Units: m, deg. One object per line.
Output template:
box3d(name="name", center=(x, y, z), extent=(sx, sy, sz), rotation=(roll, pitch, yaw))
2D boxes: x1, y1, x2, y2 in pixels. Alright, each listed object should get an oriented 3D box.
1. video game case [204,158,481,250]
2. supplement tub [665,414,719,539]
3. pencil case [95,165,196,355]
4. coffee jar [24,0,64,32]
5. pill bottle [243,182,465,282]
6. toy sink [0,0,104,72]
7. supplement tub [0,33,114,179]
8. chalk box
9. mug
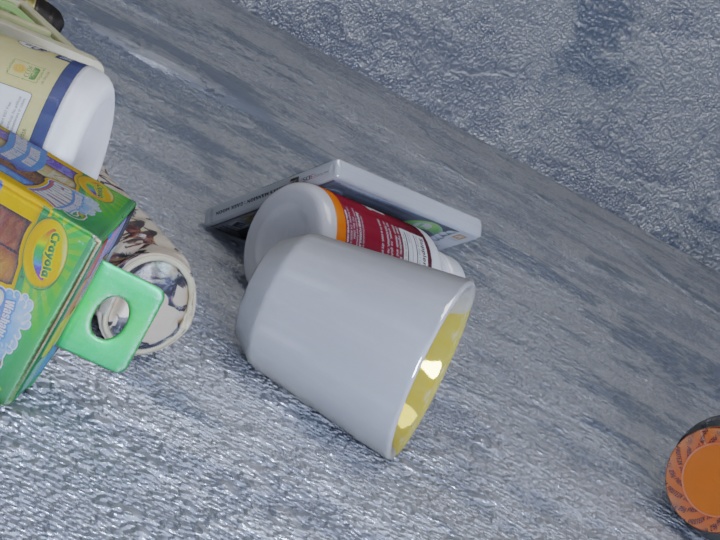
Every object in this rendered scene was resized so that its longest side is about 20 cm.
box3d(name="video game case", center=(-0.016, -0.045, 1.693), extent=(0.181, 0.023, 0.199), rotation=(-18, -28, 41))
box3d(name="supplement tub", center=(0.371, 0.200, 1.706), extent=(0.122, 0.123, 0.200), rotation=(38, 14, 28))
box3d(name="pencil case", center=(-0.190, -0.017, 1.302), extent=(0.089, 0.078, 0.200), rotation=(6, 25, -35))
box3d(name="coffee jar", center=(-0.383, -0.243, 1.663), extent=(0.199, 0.105, 0.085), rotation=(25, 12, -24))
box3d(name="pill bottle", center=(0.000, 0.000, 1.615), extent=(0.199, 0.113, 0.113), rotation=(21, 16, -42))
box3d(name="toy sink", center=(-0.296, -0.155, 1.425), extent=(0.130, 0.112, 0.200), rotation=(18, 19, -46))
box3d(name="supplement tub", center=(-0.281, -0.098, 1.204), extent=(0.199, 0.145, 0.144), rotation=(20, 12, 0))
box3d(name="chalk box", center=(-0.220, -0.007, 1.081), extent=(0.199, 0.125, 0.124), rotation=(30, 12, -3))
box3d(name="mug", center=(-0.015, 0.059, 1.379), extent=(0.153, 0.187, 0.150), rotation=(25, 43, 11))
